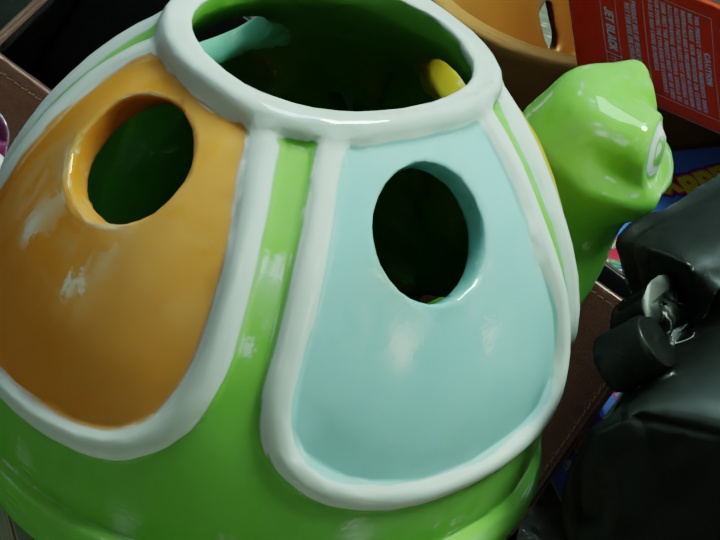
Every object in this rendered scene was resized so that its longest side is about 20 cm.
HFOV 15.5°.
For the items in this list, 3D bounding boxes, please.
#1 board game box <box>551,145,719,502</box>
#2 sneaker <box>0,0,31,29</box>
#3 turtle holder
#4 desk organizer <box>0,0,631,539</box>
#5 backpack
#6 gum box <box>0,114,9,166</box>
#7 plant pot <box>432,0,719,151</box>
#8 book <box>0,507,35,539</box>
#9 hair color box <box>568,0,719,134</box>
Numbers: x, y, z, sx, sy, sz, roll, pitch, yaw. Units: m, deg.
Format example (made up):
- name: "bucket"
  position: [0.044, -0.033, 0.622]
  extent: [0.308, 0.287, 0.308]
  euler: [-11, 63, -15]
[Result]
- name: "board game box"
  position: [0.145, 0.021, 0.843]
  extent: [0.199, 0.045, 0.135]
  euler: [-7, 50, -22]
- name: "sneaker"
  position: [-0.068, -0.112, 0.907]
  extent: [0.199, 0.088, 0.076]
  euler: [-13, -3, 28]
- name: "turtle holder"
  position: [-0.002, 0.005, 0.622]
  extent: [0.185, 0.132, 0.141]
  euler: [4, 32, -17]
- name: "desk organizer"
  position: [-0.017, -0.013, 0.744]
  extent: [0.200, 0.077, 0.072]
  euler: [35, 8, 2]
- name: "backpack"
  position: [0.135, 0.040, 0.679]
  extent: [0.166, 0.127, 0.200]
  euler: [24, 29, 4]
- name: "gum box"
  position: [-0.190, 0.001, 0.656]
  extent: [0.199, 0.114, 0.066]
  euler: [12, 26, -14]
- name: "plant pot"
  position: [0.120, -0.097, 0.978]
  extent: [0.199, 0.140, 0.201]
  euler: [-7, 49, 8]
- name: "book"
  position: [0.007, 0.105, 0.667]
  extent: [0.199, 0.048, 0.134]
  euler: [11, 23, -18]
- name: "hair color box"
  position: [0.171, -0.076, 0.811]
  extent: [0.199, 0.061, 0.102]
  euler: [26, 58, 31]
